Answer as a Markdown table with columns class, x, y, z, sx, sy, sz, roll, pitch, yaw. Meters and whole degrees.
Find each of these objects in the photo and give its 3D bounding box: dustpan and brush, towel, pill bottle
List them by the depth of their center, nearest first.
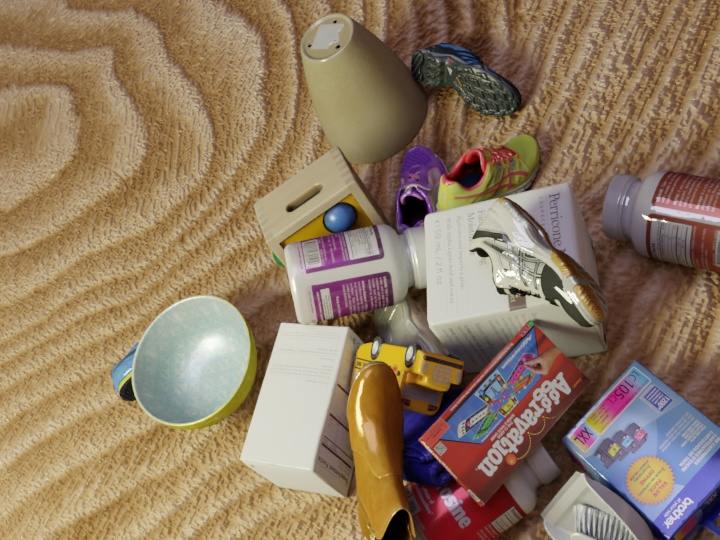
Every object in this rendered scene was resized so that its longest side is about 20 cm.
| class | x | y | z | sx | sy | sz | roll | pitch | yaw |
| --- | --- | --- | --- | --- | --- | --- | --- | --- | --- |
| dustpan and brush | 0.298 | 0.319 | 1.040 | 0.197 | 0.141 | 0.058 | 28 | 54 | 8 |
| pill bottle | 0.140 | 0.268 | 1.138 | 0.199 | 0.112 | 0.113 | -37 | 51 | 3 |
| towel | 0.082 | 0.195 | 1.173 | 0.148 | 0.050 | 0.199 | -45 | 16 | -22 |
| pill bottle | 0.414 | -0.064 | 1.188 | 0.197 | 0.112 | 0.114 | 16 | 70 | 34 |
| pill bottle | 0.000 | 0.000 | 1.291 | 0.196 | 0.113 | 0.114 | -11 | 55 | -3 |

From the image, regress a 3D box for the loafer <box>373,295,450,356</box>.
| class | x | y | z | sx | sy | sz | roll | pitch | yaw |
| --- | --- | --- | --- | --- | --- | --- | --- | --- | --- |
| loafer | 0.077 | 0.094 | 1.314 | 0.073 | 0.062 | 0.201 | -60 | 33 | 20 |

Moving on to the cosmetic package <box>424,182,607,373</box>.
| class | x | y | z | sx | sy | sz | roll | pitch | yaw |
| --- | --- | --- | --- | --- | --- | --- | --- | --- | --- |
| cosmetic package | 0.202 | 0.015 | 1.219 | 0.196 | 0.165 | 0.168 | -13 | 58 | 20 |

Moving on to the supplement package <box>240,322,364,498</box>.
| class | x | y | z | sx | sy | sz | roll | pitch | yaw |
| --- | --- | --- | --- | --- | --- | --- | --- | --- | --- |
| supplement package | -0.065 | 0.190 | 1.289 | 0.115 | 0.118 | 0.203 | 3 | 63 | 28 |

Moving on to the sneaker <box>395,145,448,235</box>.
| class | x | y | z | sx | sy | sz | roll | pitch | yaw |
| --- | --- | --- | --- | --- | --- | --- | --- | --- | --- |
| sneaker | 0.087 | -0.112 | 1.406 | 0.079 | 0.089 | 0.204 | -13 | 56 | 22 |

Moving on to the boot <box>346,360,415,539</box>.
| class | x | y | z | sx | sy | sz | roll | pitch | yaw |
| --- | --- | --- | --- | --- | --- | --- | --- | --- | --- |
| boot | 0.031 | 0.221 | 1.055 | 0.069 | 0.205 | 0.144 | -3 | 20 | -13 |

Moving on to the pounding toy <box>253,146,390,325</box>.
| class | x | y | z | sx | sy | sz | roll | pitch | yaw |
| --- | --- | --- | --- | --- | --- | --- | --- | --- | --- |
| pounding toy | -0.053 | -0.031 | 1.390 | 0.198 | 0.185 | 0.143 | -33 | 40 | 6 |

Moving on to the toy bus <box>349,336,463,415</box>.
| class | x | y | z | sx | sy | sz | roll | pitch | yaw |
| --- | --- | --- | --- | --- | --- | --- | --- | --- | --- |
| toy bus | 0.054 | 0.132 | 1.183 | 0.199 | 0.064 | 0.080 | 0 | 74 | 68 |

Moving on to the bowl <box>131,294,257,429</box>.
| class | x | y | z | sx | sy | sz | roll | pitch | yaw |
| --- | --- | --- | --- | --- | --- | --- | --- | --- | --- |
| bowl | -0.230 | 0.151 | 1.402 | 0.196 | 0.108 | 0.204 | -10 | 61 | 18 |

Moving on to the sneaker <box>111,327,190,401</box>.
| class | x | y | z | sx | sy | sz | roll | pitch | yaw |
| --- | --- | --- | --- | --- | --- | --- | --- | --- | --- |
| sneaker | -0.317 | 0.120 | 1.499 | 0.199 | 0.066 | 0.079 | -38 | 48 | 3 |

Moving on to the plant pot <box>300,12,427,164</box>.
| class | x | y | z | sx | sy | sz | roll | pitch | yaw |
| --- | --- | --- | --- | --- | --- | --- | --- | --- | --- |
| plant pot | -0.013 | -0.307 | 1.503 | 0.184 | 0.200 | 0.191 | -13 | 56 | 21 |

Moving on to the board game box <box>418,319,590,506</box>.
| class | x | y | z | sx | sy | sz | roll | pitch | yaw |
| --- | --- | --- | --- | --- | --- | --- | --- | --- | --- |
| board game box | 0.169 | 0.162 | 1.089 | 0.103 | 0.019 | 0.200 | 44 | 70 | 6 |

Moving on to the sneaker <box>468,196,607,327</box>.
| class | x | y | z | sx | sy | sz | roll | pitch | yaw |
| --- | --- | --- | --- | --- | --- | --- | --- | --- | --- |
| sneaker | 0.202 | 0.007 | 1.088 | 0.088 | 0.075 | 0.201 | -50 | 51 | 16 |

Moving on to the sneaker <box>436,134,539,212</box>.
| class | x | y | z | sx | sy | sz | roll | pitch | yaw |
| --- | --- | --- | --- | --- | --- | --- | --- | --- | --- |
| sneaker | 0.187 | -0.146 | 1.354 | 0.199 | 0.091 | 0.078 | -39 | 49 | -23 |

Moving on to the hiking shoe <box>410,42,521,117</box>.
| class | x | y | z | sx | sy | sz | roll | pitch | yaw |
| --- | --- | --- | --- | --- | --- | --- | --- | --- | --- |
| hiking shoe | 0.178 | -0.314 | 1.485 | 0.198 | 0.075 | 0.086 | 32 | 50 | 23 |

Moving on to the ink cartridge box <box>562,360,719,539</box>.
| class | x | y | z | sx | sy | sz | roll | pitch | yaw |
| --- | --- | --- | --- | --- | --- | --- | --- | --- | --- |
| ink cartridge box | 0.351 | 0.222 | 1.077 | 0.137 | 0.076 | 0.200 | -45 | 53 | -3 |
